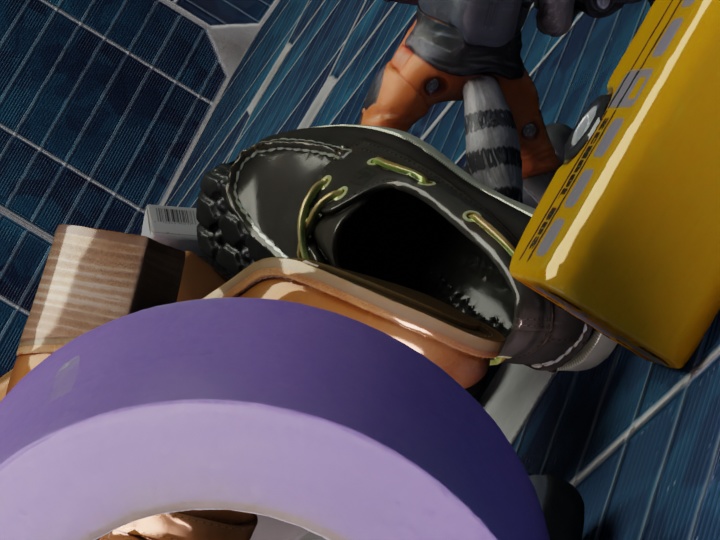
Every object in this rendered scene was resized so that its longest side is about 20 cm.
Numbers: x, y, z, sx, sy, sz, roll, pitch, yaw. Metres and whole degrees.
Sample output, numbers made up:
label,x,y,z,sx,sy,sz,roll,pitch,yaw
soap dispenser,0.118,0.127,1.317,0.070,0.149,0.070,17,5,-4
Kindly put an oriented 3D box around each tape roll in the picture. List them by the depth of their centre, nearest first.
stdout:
label,x,y,z,sx,sy,sz,roll,pitch,yaw
tape roll,-0.039,0.115,0.794,0.200,0.200,0.085,-56,8,18

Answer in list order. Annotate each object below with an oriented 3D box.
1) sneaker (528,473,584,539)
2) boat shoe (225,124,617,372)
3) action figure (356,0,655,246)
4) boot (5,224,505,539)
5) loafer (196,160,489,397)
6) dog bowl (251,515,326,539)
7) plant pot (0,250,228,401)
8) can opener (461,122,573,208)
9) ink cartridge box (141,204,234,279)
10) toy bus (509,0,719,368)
label,x,y,z,sx,sy,sz,roll,pitch,yaw
sneaker,-0.004,0.141,0.886,0.200,0.087,0.074,-57,8,16
boat shoe,0.013,-0.014,1.027,0.201,0.060,0.072,23,104,40
action figure,0.074,-0.101,1.105,0.105,0.199,0.194,-147,58,-72
boot,-0.046,0.072,0.965,0.074,0.199,0.155,17,-98,-59
loafer,0.000,0.000,1.212,0.200,0.070,0.068,37,129,43
dog bowl,-0.042,0.144,1.026,0.200,0.059,0.200,-41,28,29
plant pot,-0.097,0.085,1.227,0.200,0.140,0.200,-34,4,3
can opener,0.052,-0.010,1.261,0.200,0.067,0.053,-25,30,52
ink cartridge box,-0.076,0.061,1.341,0.037,0.094,0.201,-107,24,-59
toy bus,0.130,-0.068,0.912,0.200,0.065,0.078,-59,9,-3
